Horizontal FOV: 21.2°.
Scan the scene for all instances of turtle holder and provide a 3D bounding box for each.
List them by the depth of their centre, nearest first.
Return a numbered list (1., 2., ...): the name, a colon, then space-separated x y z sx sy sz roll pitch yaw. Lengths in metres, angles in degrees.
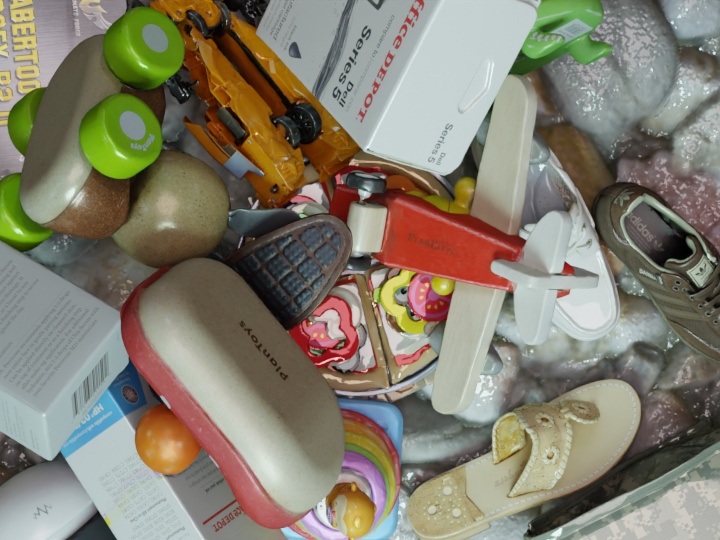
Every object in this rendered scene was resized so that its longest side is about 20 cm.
1. turtle holder: 0.094 -0.199 1.494 0.140 0.185 0.132 -13 77 -40

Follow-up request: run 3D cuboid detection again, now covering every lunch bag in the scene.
1. lunch bag: 0.240 0.234 1.518 0.199 0.118 0.165 -27 94 -8

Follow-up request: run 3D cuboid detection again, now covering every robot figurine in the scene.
1. robot figurine: -0.212 0.242 1.476 0.124 0.150 0.201 -33 96 24
2. robot figurine: -0.097 -0.144 1.477 0.200 0.058 0.145 50 44 7

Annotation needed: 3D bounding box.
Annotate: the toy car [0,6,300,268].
1. toy car: -0.145 -0.066 1.412 0.199 0.164 0.159 31 50 -28

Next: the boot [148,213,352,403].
1. boot: -0.076 0.018 1.456 0.200 0.097 0.075 -41 92 18

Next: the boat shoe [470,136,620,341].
1. boat shoe: 0.149 -0.033 1.524 0.071 0.069 0.201 -30 95 -7

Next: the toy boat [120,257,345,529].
1. toy boat: -0.107 0.100 1.367 0.131 0.131 0.200 -38 92 26

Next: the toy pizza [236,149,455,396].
1. toy pizza: 0.000 0.000 1.524 0.199 0.032 0.202 0 92 -5

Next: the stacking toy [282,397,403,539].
1. stacking toy: -0.014 0.167 1.449 0.109 0.200 0.117 3 96 -6

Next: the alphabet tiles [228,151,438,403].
1. alphabet tiles: -0.004 0.010 1.543 0.166 0.006 0.201 -26 94 -4

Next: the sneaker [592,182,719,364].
1. sneaker: 0.263 0.010 1.533 0.200 0.076 0.071 42 88 -5

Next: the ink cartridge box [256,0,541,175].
1. ink cartridge box: 0.023 -0.184 1.399 0.084 0.200 0.146 13 113 -36

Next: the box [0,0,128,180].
1. box: -0.252 -0.136 1.495 0.157 0.048 0.202 -5 93 -4

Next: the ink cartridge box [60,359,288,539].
1. ink cartridge box: -0.144 0.165 1.462 0.068 0.115 0.201 -35 86 22

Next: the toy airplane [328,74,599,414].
1. toy airplane: 0.091 -0.019 1.449 0.200 0.141 0.200 -34 79 26

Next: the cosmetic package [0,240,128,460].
1. cosmetic package: -0.275 0.037 1.379 0.199 0.071 0.102 30 59 14

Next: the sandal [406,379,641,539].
1. sandal: 0.128 0.144 1.515 0.211 0.070 0.078 -30 60 -1
